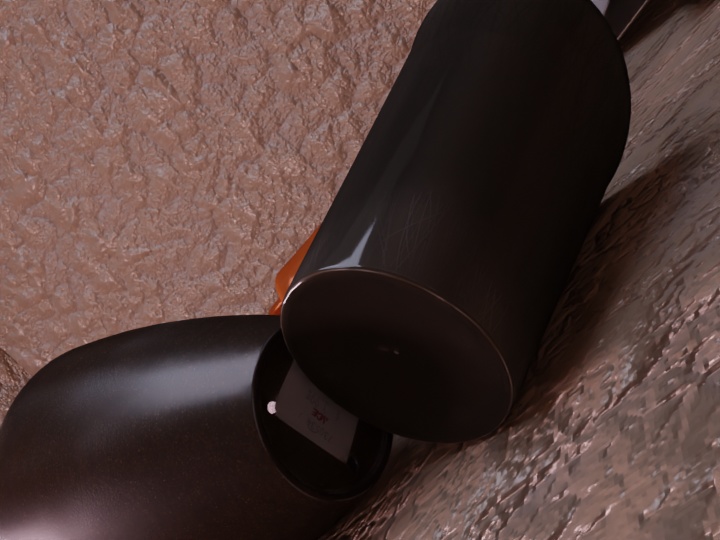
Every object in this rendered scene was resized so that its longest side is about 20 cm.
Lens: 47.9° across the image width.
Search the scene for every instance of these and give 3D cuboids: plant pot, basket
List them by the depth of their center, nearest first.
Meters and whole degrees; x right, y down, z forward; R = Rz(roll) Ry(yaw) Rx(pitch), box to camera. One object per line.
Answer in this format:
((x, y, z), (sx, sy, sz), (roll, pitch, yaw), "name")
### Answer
((0.052, -0.027, 0.417), (0.181, 0.135, 0.201), (85, -153, -44), "basket")
((-0.082, 0.101, 0.466), (0.199, 0.187, 0.187), (-28, 17, 41), "plant pot")

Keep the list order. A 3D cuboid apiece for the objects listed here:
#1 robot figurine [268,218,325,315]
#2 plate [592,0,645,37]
((0.001, 0.001, 0.758), (0.200, 0.117, 0.144), (-48, -10, 12), "robot figurine")
((0.287, -0.321, 0.857), (0.200, 0.032, 0.200), (-50, -17, -24), "plate")
